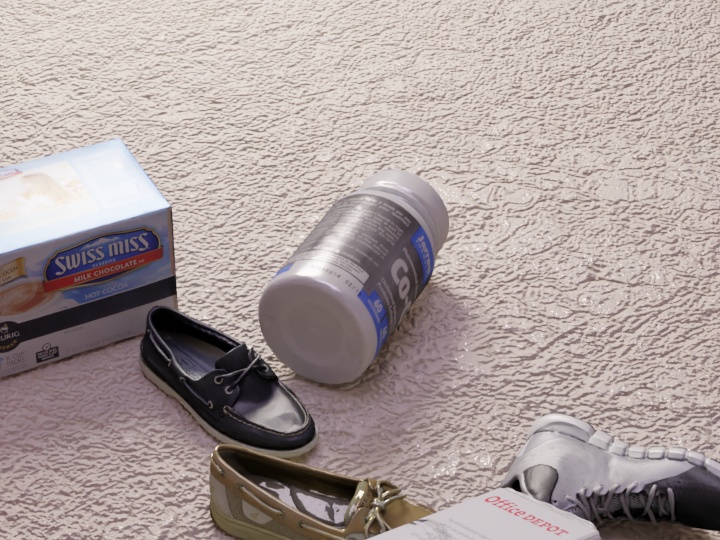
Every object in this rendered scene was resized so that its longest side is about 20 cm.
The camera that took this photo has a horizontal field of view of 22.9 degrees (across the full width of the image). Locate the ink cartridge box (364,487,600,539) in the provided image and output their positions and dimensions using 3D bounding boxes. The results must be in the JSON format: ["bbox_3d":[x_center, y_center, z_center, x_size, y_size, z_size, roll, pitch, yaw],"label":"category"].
[{"bbox_3d":[0.060,0.236,1.257,0.198,0.084,0.145,-17,14,-23],"label":"ink cartridge box"}]

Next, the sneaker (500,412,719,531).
[{"bbox_3d":[0.198,0.188,1.387,0.198,0.076,0.115,14,42,34],"label":"sneaker"}]

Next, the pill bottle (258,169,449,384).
[{"bbox_3d":[0.000,0.000,1.589,0.113,0.115,0.200,16,39,19],"label":"pill bottle"}]

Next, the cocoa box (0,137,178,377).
[{"bbox_3d":[-0.277,-0.013,1.585,0.198,0.132,0.134,-17,40,-22],"label":"cocoa box"}]

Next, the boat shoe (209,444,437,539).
[{"bbox_3d":[-0.024,0.183,1.384,0.198,0.064,0.073,14,38,17],"label":"boat shoe"}]

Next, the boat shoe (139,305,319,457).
[{"bbox_3d":[-0.114,0.087,1.508,0.074,0.067,0.199,-27,45,-33],"label":"boat shoe"}]
